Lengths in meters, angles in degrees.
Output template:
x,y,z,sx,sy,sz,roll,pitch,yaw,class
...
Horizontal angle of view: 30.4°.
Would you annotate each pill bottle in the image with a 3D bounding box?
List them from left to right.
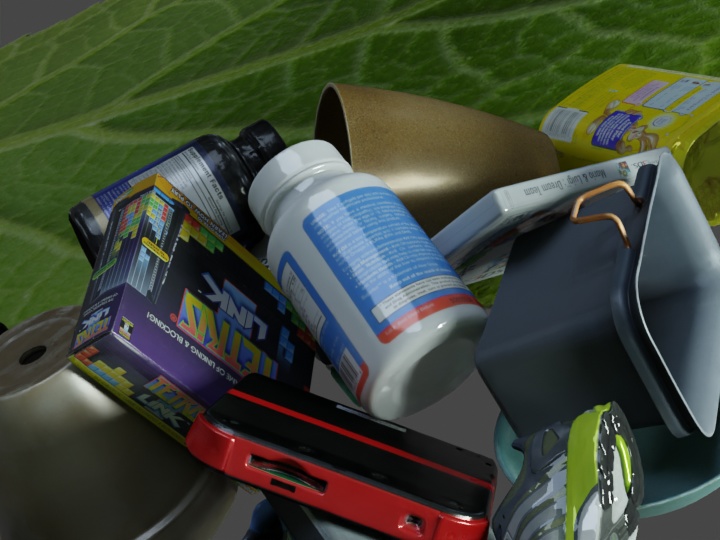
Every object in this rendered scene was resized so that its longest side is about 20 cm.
x,y,z,sx,sy,sz,roll,pitch,yaw,class
-0.154,-0.054,1.206,0.199,0.113,0.112,-30,29,-14,pill bottle
0.000,0.000,0.973,0.111,0.113,0.201,-29,61,-12,pill bottle

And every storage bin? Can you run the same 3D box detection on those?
x,y,z,sx,sy,sz,roll,pitch,yaw,class
0.160,0.023,0.910,0.133,0.146,0.201,-19,26,29,storage bin

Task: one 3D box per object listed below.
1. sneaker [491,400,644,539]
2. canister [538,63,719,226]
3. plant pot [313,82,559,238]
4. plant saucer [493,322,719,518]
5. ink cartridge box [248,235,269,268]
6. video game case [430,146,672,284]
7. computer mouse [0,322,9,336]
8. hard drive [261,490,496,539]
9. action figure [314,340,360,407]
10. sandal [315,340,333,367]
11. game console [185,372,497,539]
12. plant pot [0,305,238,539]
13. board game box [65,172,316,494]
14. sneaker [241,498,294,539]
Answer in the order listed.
x,y,z,sx,sy,sz,roll,pitch,yaw,class
0.118,0.176,0.791,0.080,0.074,0.201,-16,42,36,sneaker
0.272,-0.120,1.188,0.148,0.087,0.199,-34,28,-19,canister
0.069,-0.072,1.173,0.197,0.188,0.187,-2,26,-11,plant pot
0.191,0.107,0.911,0.198,0.036,0.201,-19,28,10,plant saucer
-0.123,0.024,1.247,0.163,0.076,0.201,-8,31,28,ink cartridge box
0.124,-0.031,1.044,0.181,0.024,0.200,-15,-14,-33,video game case
-0.268,0.105,1.107,0.058,0.200,0.034,-33,54,-2,computer mouse
0.001,0.152,0.898,0.138,0.033,0.200,11,14,-28,hard drive
0.004,0.061,1.111,0.118,0.055,0.200,-35,23,-17,action figure
-0.038,-0.008,1.084,0.075,0.045,0.202,-51,39,45,sandal
-0.006,0.125,0.877,0.198,0.031,0.177,20,7,6,game console
-0.218,0.131,1.031,0.198,0.175,0.201,-19,28,10,plant pot
-0.120,0.049,1.027,0.056,0.200,0.166,-28,37,30,board game box
-0.095,0.227,0.864,0.076,0.086,0.200,1,37,38,sneaker
